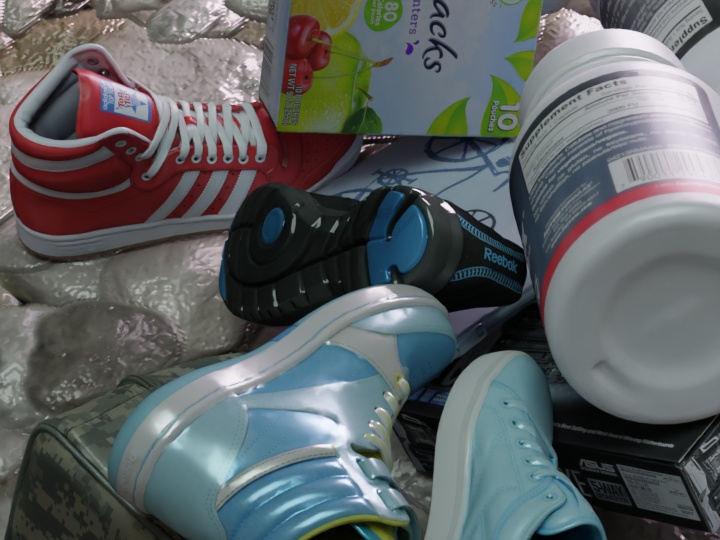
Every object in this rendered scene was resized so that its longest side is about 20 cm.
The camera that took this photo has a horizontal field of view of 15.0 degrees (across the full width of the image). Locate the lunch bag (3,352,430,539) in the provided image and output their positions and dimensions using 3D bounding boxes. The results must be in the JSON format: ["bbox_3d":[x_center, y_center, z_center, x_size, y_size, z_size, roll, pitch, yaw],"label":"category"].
[{"bbox_3d":[-0.045,0.137,1.297,0.168,0.140,0.200,-28,56,-38],"label":"lunch bag"}]

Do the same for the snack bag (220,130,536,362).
[{"bbox_3d":[0.052,-0.022,1.448,0.188,0.021,0.200,-33,34,-23],"label":"snack bag"}]

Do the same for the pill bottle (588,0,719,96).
[{"bbox_3d":[0.202,-0.127,1.502,0.116,0.117,0.200,-16,50,-9],"label":"pill bottle"}]

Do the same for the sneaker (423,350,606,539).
[{"bbox_3d":[0.078,0.113,1.228,0.082,0.074,0.200,-12,43,25],"label":"sneaker"}]

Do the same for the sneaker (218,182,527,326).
[{"bbox_3d":[0.000,0.000,1.369,0.200,0.082,0.073,4,79,55],"label":"sneaker"}]

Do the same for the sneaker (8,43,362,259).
[{"bbox_3d":[-0.095,-0.076,1.483,0.199,0.113,0.071,-16,53,-10],"label":"sneaker"}]

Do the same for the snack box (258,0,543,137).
[{"bbox_3d":[0.028,-0.173,1.448,0.142,0.201,0.053,0,25,-16],"label":"snack box"}]

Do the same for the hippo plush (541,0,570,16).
[{"bbox_3d":[0.020,-0.203,1.562,0.159,0.200,0.161,-38,28,13],"label":"hippo plush"}]

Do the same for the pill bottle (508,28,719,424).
[{"bbox_3d":[0.133,-0.029,1.303,0.119,0.120,0.200,-6,32,-2],"label":"pill bottle"}]

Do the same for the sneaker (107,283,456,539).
[{"bbox_3d":[-0.001,0.086,1.211,0.200,0.080,0.130,-27,55,-39],"label":"sneaker"}]

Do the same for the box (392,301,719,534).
[{"bbox_3d":[0.133,0.046,1.361,0.200,0.050,0.158,9,47,46],"label":"box"}]
